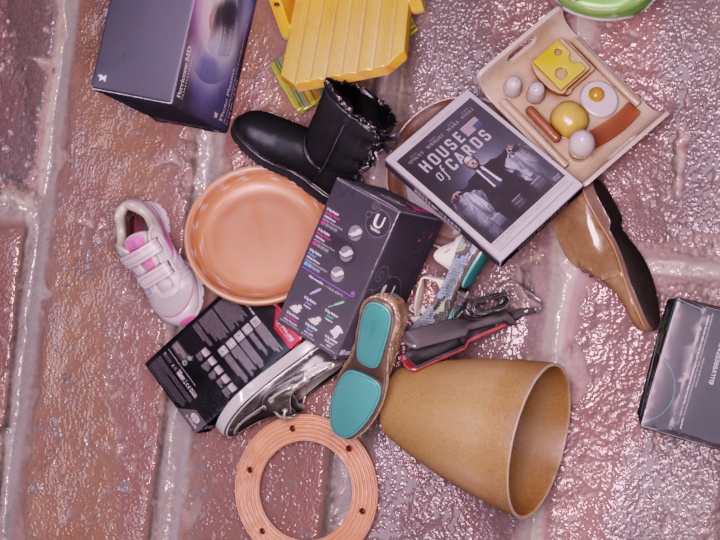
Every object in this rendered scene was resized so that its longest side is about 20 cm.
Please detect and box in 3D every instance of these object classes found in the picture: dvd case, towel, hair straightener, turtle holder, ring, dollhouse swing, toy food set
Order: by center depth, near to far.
[{"bbox_3d":[0.284,-0.367,1.268,0.184,0.132,0.142,-16,84,13],"label":"turtle holder"},{"bbox_3d":[0.151,-0.117,1.270,0.150,0.025,0.200,-41,70,-16],"label":"dvd case"},{"bbox_3d":[0.140,0.060,1.275,0.199,0.077,0.041,-16,38,-18],"label":"hair straightener"},{"bbox_3d":[0.263,-0.218,1.284,0.143,0.060,0.200,-40,78,-5],"label":"toy food set"},{"bbox_3d":[-0.033,-0.358,1.307,0.199,0.176,0.182,-6,127,19],"label":"dollhouse swing"},{"bbox_3d":[-0.072,0.293,1.374,0.199,0.019,0.202,-1,85,14],"label":"ring"},{"bbox_3d":[-0.024,-0.303,1.400,0.199,0.018,0.086,-34,80,9],"label":"towel"}]

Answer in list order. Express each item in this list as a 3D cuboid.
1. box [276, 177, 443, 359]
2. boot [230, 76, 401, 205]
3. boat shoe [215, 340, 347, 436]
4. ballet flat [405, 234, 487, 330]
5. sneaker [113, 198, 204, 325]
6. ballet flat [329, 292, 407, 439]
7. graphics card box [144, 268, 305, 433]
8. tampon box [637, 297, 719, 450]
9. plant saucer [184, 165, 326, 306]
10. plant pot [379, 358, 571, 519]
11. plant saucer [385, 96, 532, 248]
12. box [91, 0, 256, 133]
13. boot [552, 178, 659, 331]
[{"bbox_3d":[0.000,0.000,1.299,0.106,0.122,0.201,30,103,28],"label":"box"},{"bbox_3d":[-0.058,-0.182,1.321,0.198,0.073,0.163,35,137,-1],"label":"boot"},{"bbox_3d":[-0.104,0.163,1.360,0.200,0.071,0.064,-40,71,7],"label":"boat shoe"},{"bbox_3d":[0.112,0.011,1.303,0.074,0.074,0.201,29,106,14],"label":"ballet flat"},{"bbox_3d":[-0.285,-0.014,1.399,0.081,0.088,0.201,-35,71,9],"label":"sneaker"},{"bbox_3d":[0.016,0.115,1.256,0.070,0.065,0.201,29,116,19],"label":"ballet flat"},{"bbox_3d":[-0.180,0.110,1.395,0.200,0.051,0.126,-42,77,7],"label":"graphics card box"},{"bbox_3d":[0.397,0.117,1.173,0.126,0.200,0.151,16,92,14],"label":"tampon box"},{"bbox_3d":[-0.133,-0.044,1.371,0.199,0.038,0.201,0,67,0],"label":"plant saucer"},{"bbox_3d":[0.131,0.185,1.263,0.199,0.186,0.188,11,89,32],"label":"plant pot"},{"bbox_3d":[0.132,-0.125,1.342,0.199,0.032,0.202,-1,86,13],"label":"plant saucer"},{"bbox_3d":[-0.239,-0.303,1.361,0.122,0.198,0.201,12,90,14],"label":"box"},{"bbox_3d":[0.306,-0.009,1.282,0.075,0.073,0.201,-31,75,29],"label":"boot"}]
